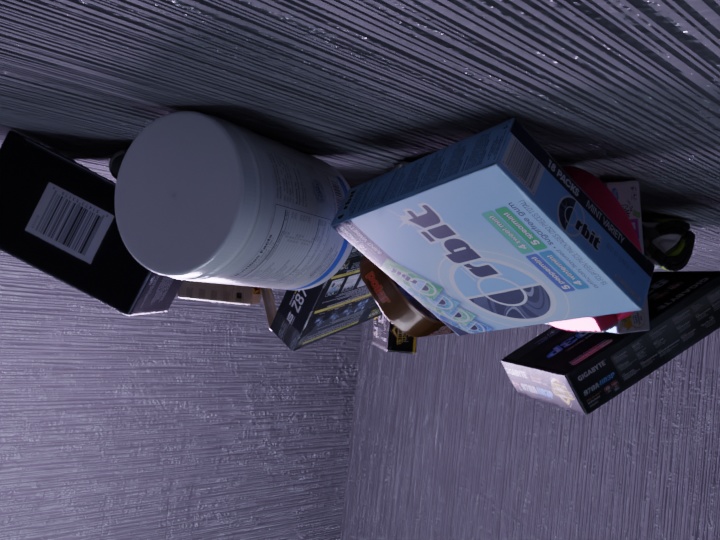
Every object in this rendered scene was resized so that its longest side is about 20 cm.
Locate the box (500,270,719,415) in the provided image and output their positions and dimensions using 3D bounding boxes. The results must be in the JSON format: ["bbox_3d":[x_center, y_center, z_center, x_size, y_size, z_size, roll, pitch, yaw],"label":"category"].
[{"bbox_3d":[0.261,0.068,0.815,0.199,0.046,0.159,-30,-175,-10],"label":"box"}]

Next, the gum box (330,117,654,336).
[{"bbox_3d":[0.097,-0.020,0.628,0.170,0.045,0.199,39,151,-24],"label":"gum box"}]

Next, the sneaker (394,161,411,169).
[{"bbox_3d":[0.071,-0.068,0.778,0.090,0.079,0.200,-3,-172,-11],"label":"sneaker"}]

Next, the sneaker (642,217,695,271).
[{"bbox_3d":[0.298,-0.035,0.928,0.198,0.075,0.081,9,180,-31],"label":"sneaker"}]

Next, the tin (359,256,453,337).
[{"bbox_3d":[0.068,0.018,0.886,0.042,0.113,0.199,-36,161,24],"label":"tin"}]

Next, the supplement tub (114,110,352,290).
[{"bbox_3d":[-0.098,-0.052,0.688,0.130,0.134,0.199,5,178,27],"label":"supplement tub"}]

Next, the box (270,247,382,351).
[{"bbox_3d":[0.000,0.000,0.938,0.049,0.162,0.199,40,-146,24],"label":"box"}]

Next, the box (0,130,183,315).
[{"bbox_3d":[-0.295,-0.045,0.890,0.195,0.118,0.200,28,178,-1],"label":"box"}]

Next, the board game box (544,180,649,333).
[{"bbox_3d":[0.217,-0.011,0.801,0.034,0.136,0.200,-5,-179,-12],"label":"board game box"}]

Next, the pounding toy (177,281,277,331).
[{"bbox_3d":[-0.169,-0.020,1.099,0.140,0.187,0.200,6,178,-3],"label":"pounding toy"}]

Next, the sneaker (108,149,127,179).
[{"bbox_3d":[-0.161,-0.082,0.823,0.197,0.080,0.075,8,178,-11],"label":"sneaker"}]

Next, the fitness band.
[{"bbox_3d":[0.182,-0.018,0.709,0.037,0.145,0.200,-21,-177,-13],"label":"fitness band"}]

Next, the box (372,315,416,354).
[{"bbox_3d":[0.057,0.045,1.261,0.049,0.162,0.200,6,177,-5],"label":"box"}]
